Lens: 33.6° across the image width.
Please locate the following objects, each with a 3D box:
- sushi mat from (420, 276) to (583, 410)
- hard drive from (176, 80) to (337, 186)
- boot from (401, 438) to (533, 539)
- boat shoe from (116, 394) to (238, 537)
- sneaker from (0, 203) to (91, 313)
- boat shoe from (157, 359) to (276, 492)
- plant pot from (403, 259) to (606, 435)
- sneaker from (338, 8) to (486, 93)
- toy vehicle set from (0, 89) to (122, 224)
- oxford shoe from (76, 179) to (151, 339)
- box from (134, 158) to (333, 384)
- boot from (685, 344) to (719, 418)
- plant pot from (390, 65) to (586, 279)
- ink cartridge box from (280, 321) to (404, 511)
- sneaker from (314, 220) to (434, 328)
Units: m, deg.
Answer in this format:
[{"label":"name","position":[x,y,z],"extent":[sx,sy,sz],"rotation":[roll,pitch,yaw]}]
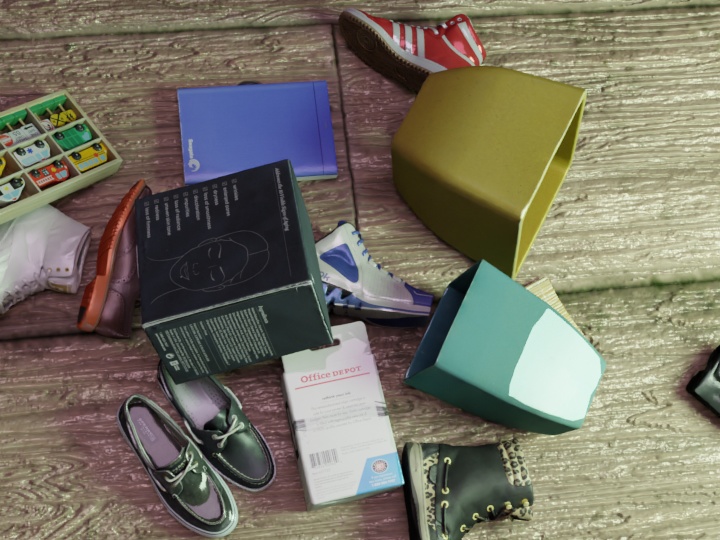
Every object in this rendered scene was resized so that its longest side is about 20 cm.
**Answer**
[{"label":"sushi mat","position":[0.180,0.091,1.518],"extent":[0.198,0.012,0.096],"rotation":[-28,80,-14]},{"label":"hard drive","position":[-0.135,-0.178,1.555],"extent":[0.197,0.025,0.134],"rotation":[-5,74,-9]},{"label":"boot","position":[0.132,0.296,1.419],"extent":[0.148,0.073,0.203],"rotation":[-6,68,-9]},{"label":"boat shoe","position":[-0.219,0.230,1.391],"extent":[0.072,0.071,0.200],"rotation":[-42,83,-17]},{"label":"sneaker","position":[-0.401,0.012,1.435],"extent":[0.114,0.074,0.202],"rotation":[25,70,4]},{"label":"boat shoe","position":[-0.174,0.179,1.418],"extent":[0.200,0.060,0.076],"rotation":[44,73,7]},{"label":"plant pot","position":[0.181,0.110,1.439],"extent":[0.198,0.141,0.142],"rotation":[29,72,-6]},{"label":"sneaker","position":[0.074,-0.312,1.602],"extent":[0.199,0.071,0.113],"rotation":[35,65,10]},{"label":"toy vehicle set","position":[-0.403,-0.141,1.459],"extent":[0.125,0.027,0.199],"rotation":[49,44,8]},{"label":"oxford shoe","position":[-0.286,-0.013,1.470],"extent":[0.072,0.071,0.202],"rotation":[21,74,-21]},{"label":"box","position":[-0.149,-0.001,1.392],"extent":[0.194,0.125,0.202],"rotation":[-15,50,4]},{"label":"boot","position":[0.539,0.156,1.523],"extent":[0.199,0.066,0.165],"rotation":[39,70,10]},{"label":"plant pot","position":[0.147,-0.139,1.501],"extent":[0.198,0.195,0.197],"rotation":[24,71,13]},{"label":"ink cartridge box","position":[-0.029,0.174,1.435],"extent":[0.114,0.068,0.203],"rotation":[-10,74,-11]},{"label":"sneaker","position":[-0.001,0.000,1.487],"extent":[0.197,0.081,0.117],"rotation":[10,74,-3]}]
